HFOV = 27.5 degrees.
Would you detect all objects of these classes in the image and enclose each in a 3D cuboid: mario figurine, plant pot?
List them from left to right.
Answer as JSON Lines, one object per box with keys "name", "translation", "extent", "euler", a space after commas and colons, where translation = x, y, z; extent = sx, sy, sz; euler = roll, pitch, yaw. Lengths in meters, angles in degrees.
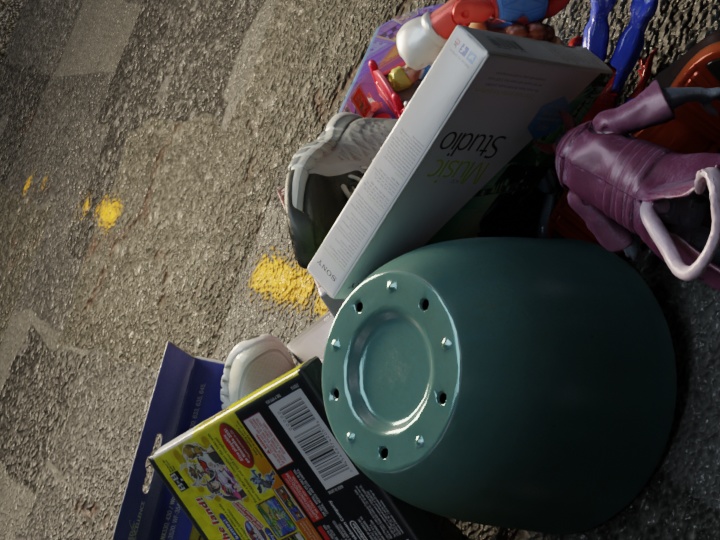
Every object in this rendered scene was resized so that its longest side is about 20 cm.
{"name": "plant pot", "translation": [0.073, 0.070, 0.948], "extent": [0.200, 0.161, 0.201], "euler": [-9, 77, 47]}
{"name": "mario figurine", "translation": [0.095, -0.198, 1.037], "extent": [0.106, 0.123, 0.200], "euler": [-55, -30, -65]}

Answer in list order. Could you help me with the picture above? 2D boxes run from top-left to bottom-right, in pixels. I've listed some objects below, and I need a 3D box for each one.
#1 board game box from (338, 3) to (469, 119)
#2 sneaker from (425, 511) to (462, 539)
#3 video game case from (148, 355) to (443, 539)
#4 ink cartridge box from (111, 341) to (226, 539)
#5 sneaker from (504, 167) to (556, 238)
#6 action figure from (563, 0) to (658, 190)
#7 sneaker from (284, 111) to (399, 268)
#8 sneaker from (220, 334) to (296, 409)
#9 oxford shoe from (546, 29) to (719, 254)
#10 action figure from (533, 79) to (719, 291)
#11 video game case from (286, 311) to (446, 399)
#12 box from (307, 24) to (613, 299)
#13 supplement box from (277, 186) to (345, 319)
{"name": "board game box", "translation": [0.057, -0.159, 1.202], "extent": [0.158, 0.039, 0.200], "euler": [8, 58, 26]}
{"name": "sneaker", "translation": [-0.002, 0.199, 1.100], "extent": [0.200, 0.104, 0.060], "euler": [-40, 19, 39]}
{"name": "video game case", "translation": [-0.038, 0.179, 1.047], "extent": [0.181, 0.200, 0.025], "euler": [-32, 4, 39]}
{"name": "ink cartridge box", "translation": [-0.127, 0.184, 1.260], "extent": [0.047, 0.200, 0.198], "euler": [7, 73, 23]}
{"name": "sneaker", "translation": [0.120, -0.077, 1.099], "extent": [0.096, 0.079, 0.200], "euler": [138, 135, -67]}
{"name": "action figure", "translation": [0.178, -0.148, 1.062], "extent": [0.052, 0.065, 0.200], "euler": [-60, -15, -71]}
{"name": "sneaker", "translation": [0.019, -0.070, 1.071], "extent": [0.115, 0.075, 0.200], "euler": [-5, 29, 16]}
{"name": "sneaker", "translation": [-0.062, 0.146, 1.227], "extent": [0.081, 0.075, 0.200], "euler": [30, 136, 53]}
{"name": "oxford shoe", "translation": [0.202, -0.083, 1.001], "extent": [0.200, 0.071, 0.073], "euler": [-47, 12, 33]}
{"name": "action figure", "translation": [0.173, -0.042, 0.901], "extent": [0.200, 0.149, 0.134], "euler": [31, 122, 39]}
{"name": "video game case", "translation": [0.032, 0.055, 1.168], "extent": [0.143, 0.019, 0.200], "euler": [-38, 29, -7]}
{"name": "box", "translation": [0.067, -0.065, 0.979], "extent": [0.036, 0.144, 0.200], "euler": [50, 122, 29]}
{"name": "supplement box", "translation": [0.000, 0.000, 1.154], "extent": [0.061, 0.109, 0.200], "euler": [-32, 29, 3]}
